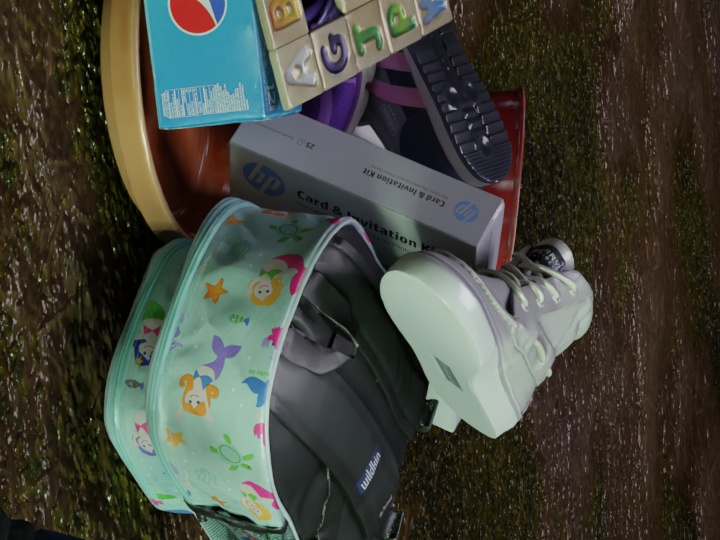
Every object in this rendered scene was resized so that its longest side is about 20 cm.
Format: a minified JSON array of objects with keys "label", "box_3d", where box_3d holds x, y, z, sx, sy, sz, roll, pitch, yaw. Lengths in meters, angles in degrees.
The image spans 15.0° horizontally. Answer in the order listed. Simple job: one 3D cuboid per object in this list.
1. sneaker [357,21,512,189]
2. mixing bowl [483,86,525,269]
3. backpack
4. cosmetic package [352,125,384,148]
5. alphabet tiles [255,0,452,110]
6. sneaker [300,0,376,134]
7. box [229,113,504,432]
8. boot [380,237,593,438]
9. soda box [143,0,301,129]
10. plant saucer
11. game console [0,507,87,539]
[{"label":"sneaker","box_3d":[0.016,-0.128,1.648,0.070,0.082,0.201,-5,70,-49]},{"label":"mixing bowl","box_3d":[0.049,-0.034,1.902,0.200,0.108,0.201,-174,-90,-88]},{"label":"backpack","box_3d":[-0.051,0.057,1.493,0.200,0.150,0.178,68,38,-62]},{"label":"cosmetic package","box_3d":[-0.023,-0.127,1.751,0.200,0.085,0.108,27,61,-72]},{"label":"alphabet tiles","box_3d":[-0.018,-0.208,1.494,0.167,0.008,0.201,-33,114,-49]},{"label":"sneaker","box_3d":[-0.039,-0.144,1.572,0.083,0.080,0.200,-58,158,-49]},{"label":"box","box_3d":[0.000,0.000,1.594,0.041,0.156,0.200,-59,166,-32]},{"label":"boot","box_3d":[0.073,0.014,1.481,0.096,0.073,0.200,-49,159,-11]},{"label":"soda box","box_3d":[-0.081,-0.179,1.481,0.068,0.064,0.201,-21,106,-72]},{"label":"plant saucer","box_3d":[-0.106,-0.112,1.558,0.200,0.032,0.201,-2,90,-75]},{"label":"game console","box_3d":[-0.145,0.188,1.227,0.171,0.118,0.201,66,26,-53]}]
